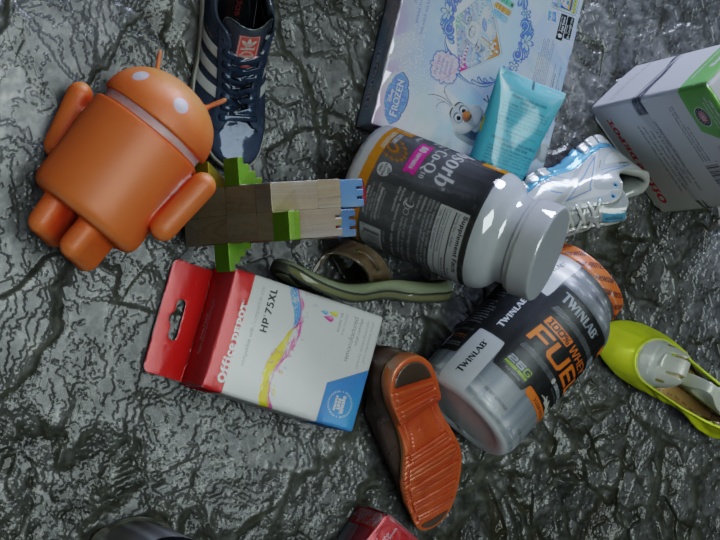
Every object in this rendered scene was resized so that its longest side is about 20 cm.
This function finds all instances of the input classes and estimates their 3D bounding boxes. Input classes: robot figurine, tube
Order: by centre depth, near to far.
[{"bbox_3d":[-0.211,-0.098,1.547,0.200,0.144,0.117,-52,126,-6],"label":"robot figurine"},{"bbox_3d":[0.131,-0.094,1.711,0.077,0.050,0.201,17,103,-28],"label":"tube"}]

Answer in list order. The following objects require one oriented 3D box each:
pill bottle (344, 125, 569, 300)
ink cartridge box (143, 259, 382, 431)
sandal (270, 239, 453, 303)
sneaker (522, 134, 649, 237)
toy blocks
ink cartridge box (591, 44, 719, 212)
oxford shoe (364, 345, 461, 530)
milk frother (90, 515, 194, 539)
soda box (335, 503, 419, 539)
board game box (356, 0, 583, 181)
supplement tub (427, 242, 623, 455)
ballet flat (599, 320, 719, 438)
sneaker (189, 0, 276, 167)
[{"bbox_3d":[0.089,-0.052,1.641,0.199,0.116,0.117,22,78,18],"label":"pill bottle"},{"bbox_3d":[-0.091,0.070,1.635,0.199,0.067,0.117,18,82,-23],"label":"ink cartridge box"},{"bbox_3d":[0.000,0.000,1.674,0.200,0.080,0.058,4,93,-34],"label":"sandal"},{"bbox_3d":[0.219,-0.067,1.736,0.200,0.086,0.075,-38,143,-34],"label":"sneaker"},{"bbox_3d":[-0.066,-0.054,1.590,0.136,0.199,0.101,-5,91,-36],"label":"toy blocks"},{"bbox_3d":[0.351,-0.144,1.767,0.084,0.200,0.146,-43,107,-21],"label":"ink cartridge box"},{"bbox_3d":[0.048,0.161,1.704,0.071,0.073,0.202,-24,118,-28],"label":"oxford shoe"},{"bbox_3d":[-0.195,0.332,1.521,0.199,0.188,0.182,-26,100,-22],"label":"milk frother"},{"bbox_3d":[-0.021,0.327,1.669,0.070,0.063,0.201,42,74,-18],"label":"soda box"},{"bbox_3d":[0.112,-0.212,1.742,0.198,0.043,0.202,17,83,-24],"label":"board game box"},{"bbox_3d":[0.163,0.074,1.722,0.200,0.122,0.123,-46,107,-18],"label":"supplement tub"},{"bbox_3d":[0.338,0.114,1.832,0.199,0.067,0.067,36,77,-20],"label":"ballet flat"},{"bbox_3d":[-0.114,-0.195,1.616,0.074,0.084,0.202,-4,92,-24],"label":"sneaker"}]
